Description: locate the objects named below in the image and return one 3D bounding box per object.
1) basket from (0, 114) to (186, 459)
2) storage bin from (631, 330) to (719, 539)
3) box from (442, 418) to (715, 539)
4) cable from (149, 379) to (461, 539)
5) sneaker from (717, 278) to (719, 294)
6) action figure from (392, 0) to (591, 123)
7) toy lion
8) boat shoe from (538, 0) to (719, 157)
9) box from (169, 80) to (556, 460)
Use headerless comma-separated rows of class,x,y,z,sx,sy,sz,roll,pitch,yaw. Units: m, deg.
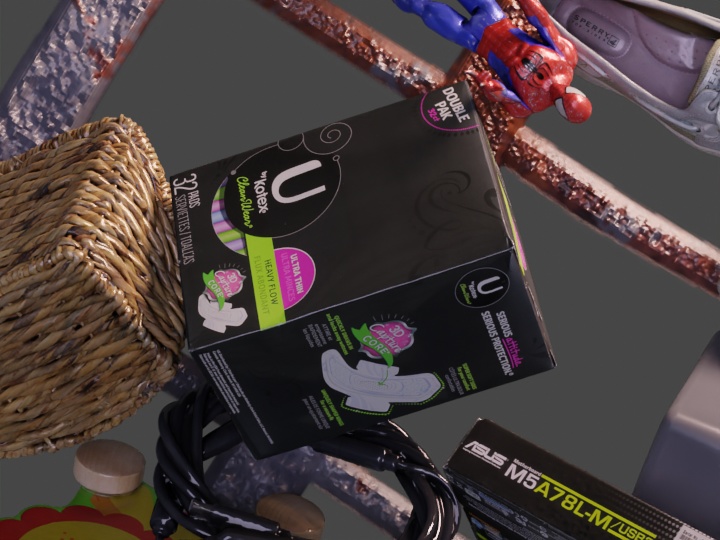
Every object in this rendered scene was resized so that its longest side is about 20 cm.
basket,-0.199,0.018,1.189,0.199,0.149,0.143,-22,124,25
storage bin,0.246,0.126,1.118,0.134,0.200,0.146,24,116,15
box,0.156,0.188,1.093,0.200,0.193,0.048,26,70,33
cable,-0.034,0.138,1.174,0.199,0.164,0.051,9,129,-10
sneaker,0.278,-0.056,1.163,0.076,0.092,0.201,35,72,-24
action figure,0.063,-0.161,1.134,0.200,0.099,0.065,43,94,21
toy lion,-0.136,0.191,1.150,0.199,0.192,0.069,16,115,4
boat shoe,0.195,-0.127,1.139,0.202,0.065,0.075,31,93,26
box,0.000,0.000,1.136,0.199,0.125,0.149,-17,49,6
